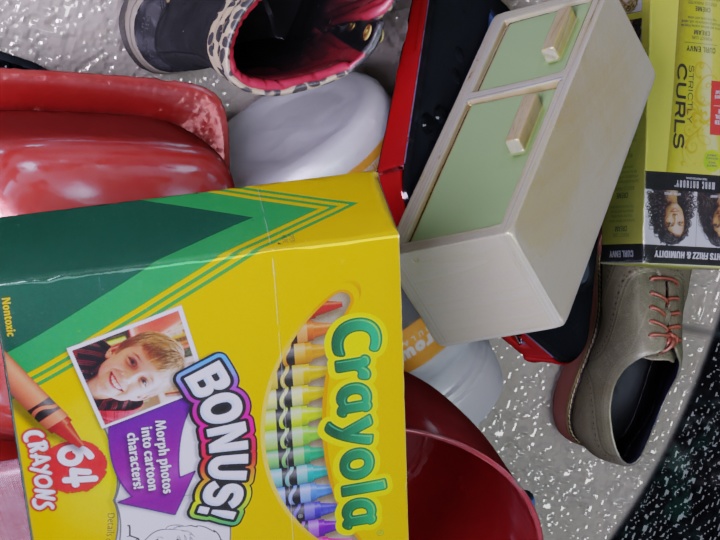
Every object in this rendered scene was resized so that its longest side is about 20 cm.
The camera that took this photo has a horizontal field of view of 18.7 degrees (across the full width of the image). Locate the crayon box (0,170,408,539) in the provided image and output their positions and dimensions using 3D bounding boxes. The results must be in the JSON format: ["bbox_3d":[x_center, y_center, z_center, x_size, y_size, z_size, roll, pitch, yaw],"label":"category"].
[{"bbox_3d":[-0.067,0.064,0.976,0.171,0.058,0.202,-7,124,-6],"label":"crayon box"}]

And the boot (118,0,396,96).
[{"bbox_3d":[-0.018,-0.154,1.125,0.199,0.150,0.074,-28,111,-14],"label":"boot"}]

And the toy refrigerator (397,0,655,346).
[{"bbox_3d":[0.085,-0.059,1.126,0.070,0.075,0.201,57,40,-30],"label":"toy refrigerator"}]

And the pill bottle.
[{"bbox_3d":[0.000,0.000,1.212,0.116,0.116,0.201,-34,119,-11],"label":"pill bottle"}]

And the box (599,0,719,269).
[{"bbox_3d":[0.184,-0.102,1.272,0.075,0.050,0.202,4,88,-26],"label":"box"}]

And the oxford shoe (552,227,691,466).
[{"bbox_3d":[0.180,0.023,1.331,0.070,0.075,0.202,5,105,-27],"label":"oxford shoe"}]

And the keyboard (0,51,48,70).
[{"bbox_3d":[-0.179,-0.011,1.120,0.103,0.040,0.202,17,76,-29],"label":"keyboard"}]

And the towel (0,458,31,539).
[{"bbox_3d":[-0.085,0.128,1.067,0.198,0.023,0.145,-14,128,-1],"label":"towel"}]

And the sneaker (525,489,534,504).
[{"bbox_3d":[0.024,0.127,1.304,0.199,0.066,0.079,28,83,-31],"label":"sneaker"}]

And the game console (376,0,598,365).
[{"bbox_3d":[0.080,-0.059,1.207,0.200,0.031,0.178,39,56,-46],"label":"game console"}]

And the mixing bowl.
[{"bbox_3d":[-0.009,0.122,1.157,0.198,0.109,0.201,-4,129,-5],"label":"mixing bowl"}]

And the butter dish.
[{"bbox_3d":[-0.130,0.006,1.045,0.198,0.147,0.202,1,95,-31],"label":"butter dish"}]
